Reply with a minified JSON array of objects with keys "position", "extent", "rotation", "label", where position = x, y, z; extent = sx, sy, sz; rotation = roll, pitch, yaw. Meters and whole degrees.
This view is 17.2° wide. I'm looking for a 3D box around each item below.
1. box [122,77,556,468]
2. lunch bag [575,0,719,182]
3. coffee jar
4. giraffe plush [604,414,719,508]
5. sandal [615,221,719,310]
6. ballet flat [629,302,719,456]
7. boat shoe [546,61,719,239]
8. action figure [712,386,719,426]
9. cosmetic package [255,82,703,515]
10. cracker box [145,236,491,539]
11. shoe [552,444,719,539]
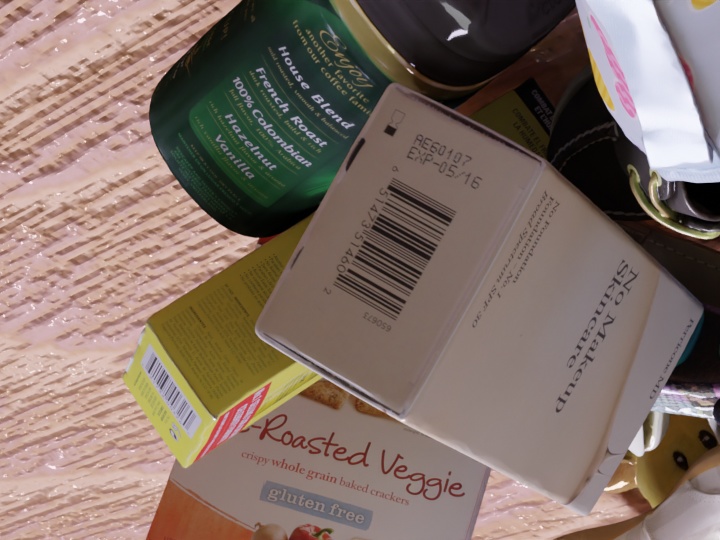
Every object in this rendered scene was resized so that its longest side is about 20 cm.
[{"position":[0.000,0.000,0.964],"extent":[0.050,0.199,0.075],"rotation":[54,156,9],"label":"box"},{"position":[0.103,-0.146,0.671],"extent":[0.126,0.201,0.170],"rotation":[1,144,28],"label":"lunch bag"},{"position":[0.005,-0.091,0.901],"extent":[0.085,0.104,0.200],"rotation":[50,144,-4],"label":"coffee jar"},{"position":[0.198,0.117,1.116],"extent":[0.162,0.172,0.200],"rotation":[49,174,-25],"label":"giraffe plush"},{"position":[0.170,0.023,1.049],"extent":[0.211,0.070,0.078],"rotation":[28,112,16],"label":"sandal"},{"position":[0.146,0.047,0.996],"extent":[0.198,0.069,0.072],"rotation":[10,126,21],"label":"ballet flat"},{"position":[0.129,-0.047,0.848],"extent":[0.071,0.061,0.201],"rotation":[34,152,-23],"label":"boat shoe"},{"position":[0.215,0.003,0.842],"extent":[0.102,0.119,0.200],"rotation":[28,137,-13],"label":"action figure"},{"position":[0.051,0.017,0.886],"extent":[0.073,0.104,0.200],"rotation":[29,179,29],"label":"cosmetic package"},{"position":[-0.005,0.071,1.073],"extent":[0.133,0.201,0.058],"rotation":[15,148,6],"label":"cracker box"},{"position":[0.147,0.123,1.012],"extent":[0.070,0.054,0.200],"rotation":[26,146,-21],"label":"shoe"}]
